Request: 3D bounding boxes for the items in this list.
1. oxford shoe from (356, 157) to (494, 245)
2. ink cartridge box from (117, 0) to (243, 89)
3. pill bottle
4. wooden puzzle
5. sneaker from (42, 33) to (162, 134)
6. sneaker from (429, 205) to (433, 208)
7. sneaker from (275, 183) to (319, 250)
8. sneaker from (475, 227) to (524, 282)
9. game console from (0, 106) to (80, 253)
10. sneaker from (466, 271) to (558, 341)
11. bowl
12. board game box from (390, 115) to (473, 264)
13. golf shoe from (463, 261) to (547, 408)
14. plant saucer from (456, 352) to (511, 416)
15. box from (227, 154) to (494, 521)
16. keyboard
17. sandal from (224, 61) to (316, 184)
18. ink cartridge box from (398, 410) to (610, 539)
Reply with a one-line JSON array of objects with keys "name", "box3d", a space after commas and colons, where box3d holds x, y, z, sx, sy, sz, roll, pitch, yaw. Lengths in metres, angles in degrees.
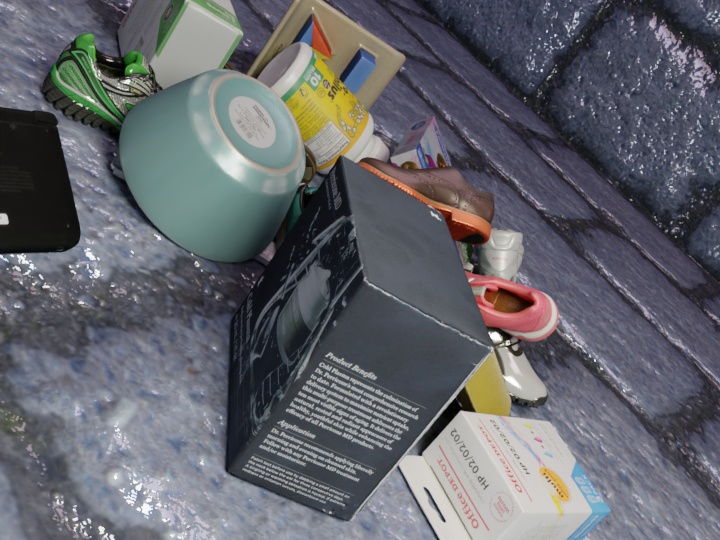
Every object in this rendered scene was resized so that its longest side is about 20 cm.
[{"name": "oxford shoe", "box3d": [0.081, -0.102, 1.098, 0.197, 0.071, 0.074, 25, 68, -17]}, {"name": "ink cartridge box", "box3d": [-0.231, -0.300, 1.086, 0.087, 0.146, 0.201, 21, 28, -35]}, {"name": "pill bottle", "box3d": [-0.052, -0.208, 1.212, 0.200, 0.112, 0.114, 44, 18, -27]}, {"name": "wooden puzzle", "box3d": [-0.055, -0.278, 1.264, 0.198, 0.186, 0.047, 23, 31, -31]}, {"name": "sneaker", "box3d": [-0.235, -0.181, 0.942, 0.198, 0.086, 0.079, 25, 26, -32]}, {"name": "sneaker", "box3d": [0.061, -0.041, 1.069, 0.075, 0.086, 0.200, 51, -2, -2]}, {"name": "sneaker", "box3d": [-0.062, -0.068, 0.997, 0.071, 0.080, 0.201, 26, 22, -31]}, {"name": "sneaker", "box3d": [0.202, -0.002, 1.304, 0.076, 0.102, 0.200, 7, -6, 13]}, {"name": "game console", "box3d": [-0.346, -0.085, 0.686, 0.199, 0.115, 0.179, -5, 78, -58]}, {"name": "sneaker", "box3d": [0.132, 0.027, 1.016, 0.196, 0.075, 0.087, 8, -14, 21]}, {"name": "bowl", "box3d": [-0.133, -0.121, 0.882, 0.199, 0.104, 0.204, 26, 48, -33]}, {"name": "board game box", "box3d": [0.108, -0.099, 1.232, 0.200, 0.040, 0.203, -64, 135, -65]}, {"name": "golf shoe", "box3d": [0.169, 0.078, 1.072, 0.200, 0.095, 0.077, 47, 23, 15]}, {"name": "plant saucer", "box3d": [0.093, 0.067, 0.908, 0.201, 0.048, 0.201, 57, -3, 37]}, {"name": "box", "box3d": [-0.012, 0.051, 0.711, 0.123, 0.198, 0.201, 28, 24, -23]}, {"name": "keyboard", "box3d": [-0.173, -0.067, 0.923, 0.198, 0.011, 0.057, 32, 24, -18]}, {"name": "sandal", "box3d": [-0.129, -0.194, 1.122, 0.199, 0.082, 0.055, 41, 37, -4]}, {"name": "ink cartridge box", "box3d": [0.138, 0.202, 0.825, 0.198, 0.068, 0.116, 14, 33, -45]}]
